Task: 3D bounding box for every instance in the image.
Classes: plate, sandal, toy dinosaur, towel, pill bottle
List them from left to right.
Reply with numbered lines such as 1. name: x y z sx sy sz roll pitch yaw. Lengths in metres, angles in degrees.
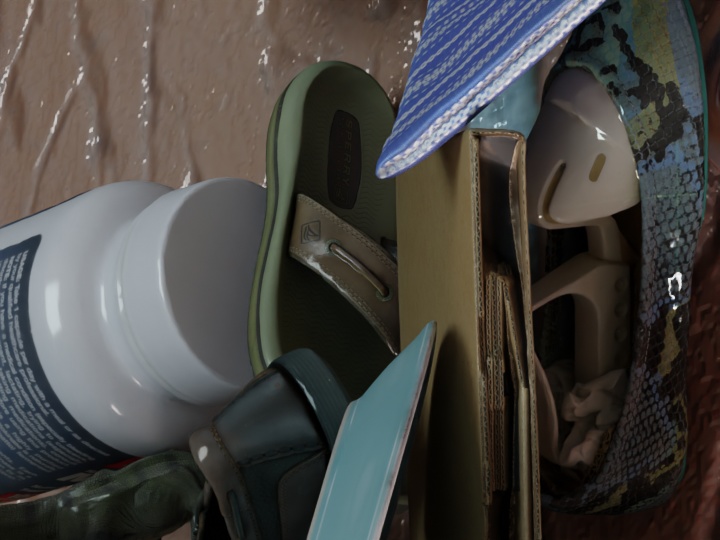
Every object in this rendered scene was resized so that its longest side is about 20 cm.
1. pill bottle: -0.112 0.028 1.255 0.199 0.119 0.120 -18 62 47
2. toy dinosaur: -0.108 0.119 1.213 0.048 0.199 0.089 -117 17 -59
3. plate: -0.009 0.112 0.975 0.200 0.025 0.202 14 -90 -88
4. sandal: -0.001 -0.001 1.164 0.057 0.080 0.202 -25 56 38
5. towel: 0.065 -0.116 1.017 0.145 0.024 0.200 -42 12 21

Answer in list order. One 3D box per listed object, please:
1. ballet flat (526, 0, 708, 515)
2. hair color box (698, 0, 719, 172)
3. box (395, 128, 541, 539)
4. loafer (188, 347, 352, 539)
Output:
1. ballet flat: 0.081 -0.006 1.010 0.074 0.074 0.201 17 115 52
2. hair color box: 0.191 -0.041 0.955 0.111 0.064 0.200 -58 38 18
3. box: 0.036 0.035 1.031 0.200 0.021 0.165 178 89 -84
4. loafer: -0.044 0.100 1.109 0.072 0.063 0.200 54 155 26
